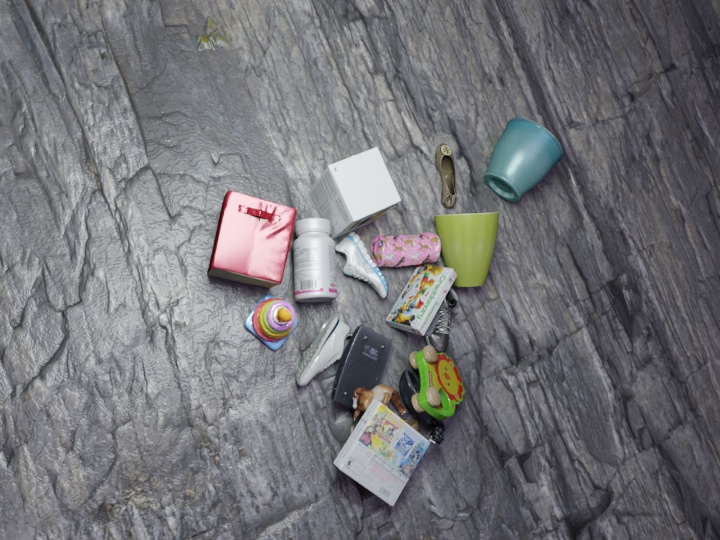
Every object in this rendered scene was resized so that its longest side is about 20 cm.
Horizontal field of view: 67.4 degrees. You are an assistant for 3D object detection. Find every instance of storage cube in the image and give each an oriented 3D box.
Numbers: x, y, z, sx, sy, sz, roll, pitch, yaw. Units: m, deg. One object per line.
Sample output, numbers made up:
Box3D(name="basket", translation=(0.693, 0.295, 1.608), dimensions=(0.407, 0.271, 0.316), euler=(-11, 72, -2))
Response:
Box3D(name="storage cube", translation=(-0.267, -0.067, 1.308), dimensions=(0.167, 0.199, 0.184), euler=(14, 81, -18))

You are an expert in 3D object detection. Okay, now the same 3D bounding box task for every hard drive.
Box3D(name="hard drive", translation=(0.002, 0.256, 1.408), dimensions=(0.134, 0.042, 0.204), euler=(30, 73, -33))

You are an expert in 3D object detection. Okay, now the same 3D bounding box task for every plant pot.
Box3D(name="plant pot", translation=(0.306, -0.060, 1.550), dimensions=(0.183, 0.186, 0.205), euler=(-5, 96, -21))
Box3D(name="plant pot", translation=(0.482, -0.324, 1.656), dimensions=(0.199, 0.200, 0.190), euler=(38, 85, -10))

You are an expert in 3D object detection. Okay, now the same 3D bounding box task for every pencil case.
Box3D(name="pencil case", translation=(0.130, -0.060, 1.520), dimensions=(0.195, 0.083, 0.088), euler=(-4, 123, -22))

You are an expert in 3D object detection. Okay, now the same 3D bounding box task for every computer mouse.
Box3D(name="computer mouse", translation=(0.154, 0.364, 1.440), dimensions=(0.052, 0.138, 0.203), euler=(-31, 85, 13))

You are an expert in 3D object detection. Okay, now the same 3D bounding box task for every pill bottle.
Box3D(name="pill bottle", translation=(-0.119, -0.025, 1.399), dimensions=(0.111, 0.113, 0.205), euler=(1, 80, -20))

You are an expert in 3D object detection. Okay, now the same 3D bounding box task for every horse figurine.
Box3D(name="horse figurine", translation=(0.039, 0.345, 1.385), dimensions=(0.197, 0.049, 0.136), euler=(-6, 103, -43))

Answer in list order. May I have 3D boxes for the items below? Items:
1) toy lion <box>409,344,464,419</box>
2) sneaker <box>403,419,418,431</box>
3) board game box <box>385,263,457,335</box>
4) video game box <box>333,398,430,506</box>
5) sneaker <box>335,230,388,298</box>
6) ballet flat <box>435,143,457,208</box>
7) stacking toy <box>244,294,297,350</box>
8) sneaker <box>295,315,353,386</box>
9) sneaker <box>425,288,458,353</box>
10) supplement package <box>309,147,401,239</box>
Box3D(name="toy lion", translation=(0.214, 0.305, 1.444), dimensions=(0.191, 0.068, 0.203), euler=(38, 37, -32))
Box3D(name="sneaker", translation=(0.069, 0.463, 1.409), dimensions=(0.196, 0.067, 0.092), euler=(-14, 98, -26))
Box3D(name="board game box", translation=(0.167, 0.075, 1.483), dimensions=(0.035, 0.125, 0.202), euler=(48, 65, -36))
Box3D(name="video game box", translation=(0.056, 0.450, 1.337), dimensions=(0.200, 0.047, 0.184), euler=(42, 77, -24))
Box3D(name="sneaker", translation=(0.000, 0.000, 1.471), dimensions=(0.086, 0.075, 0.202), euler=(-34, 88, -12))
Box3D(name="ballet flat", translation=(0.265, -0.290, 1.633), dimensions=(0.066, 0.046, 0.205), euler=(1, 79, -21))
Box3D(name="stacking toy", translation=(-0.197, 0.112, 1.295), dimensions=(0.116, 0.200, 0.110), euler=(40, 69, -8))
Box3D(name="sneaker", translation=(-0.091, 0.217, 1.388), dimensions=(0.080, 0.076, 0.202), euler=(41, 70, -19))
Box3D(name="sneaker", translation=(0.228, 0.127, 1.501), dimensions=(0.073, 0.115, 0.205), euler=(0, 79, -20))
Box3D(name="supplement package", translation=(-0.020, -0.197, 1.423), dimensions=(0.150, 0.200, 0.153), euler=(-24, 88, -22))
